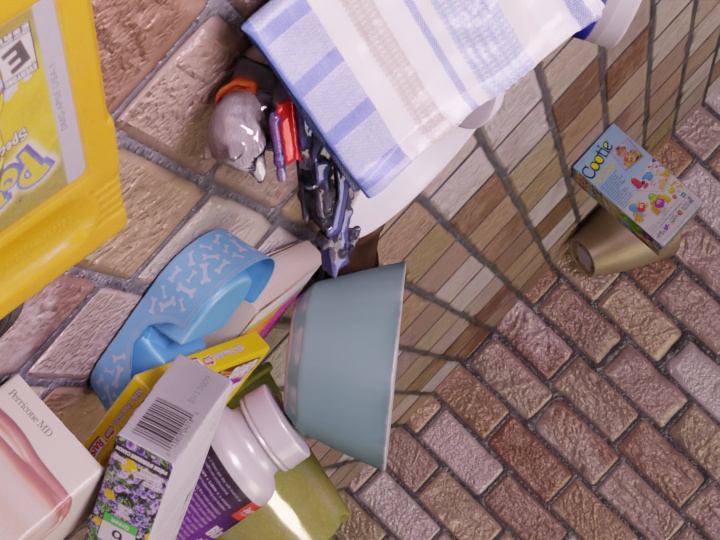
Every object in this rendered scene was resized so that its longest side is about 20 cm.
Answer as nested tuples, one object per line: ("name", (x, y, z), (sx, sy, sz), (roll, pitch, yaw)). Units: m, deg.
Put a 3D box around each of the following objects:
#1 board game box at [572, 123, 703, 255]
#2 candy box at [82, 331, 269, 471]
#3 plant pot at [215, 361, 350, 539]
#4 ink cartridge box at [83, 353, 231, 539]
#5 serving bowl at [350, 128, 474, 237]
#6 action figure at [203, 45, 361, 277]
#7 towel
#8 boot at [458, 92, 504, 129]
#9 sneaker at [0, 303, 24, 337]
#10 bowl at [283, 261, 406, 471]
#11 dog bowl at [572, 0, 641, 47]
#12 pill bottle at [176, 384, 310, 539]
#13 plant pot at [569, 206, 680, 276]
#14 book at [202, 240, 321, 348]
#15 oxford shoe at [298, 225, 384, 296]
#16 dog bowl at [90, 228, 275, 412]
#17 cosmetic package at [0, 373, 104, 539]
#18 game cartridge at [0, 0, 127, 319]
("board game box", (0.464, -0.135, 2.329), (0.105, 0.200, 0.103), (-46, 169, 0))
("candy box", (-0.153, 0.109, 1.139), (0.102, 0.026, 0.200), (-49, 168, 21))
("plant pot", (-0.115, 0.232, 1.474), (0.200, 0.185, 0.200), (-41, 175, -4))
("ink cartridge box", (-0.162, 0.173, 1.034), (0.201, 0.050, 0.109), (-67, 175, 33))
("serving bowl", (0.034, -0.121, 1.177), (0.200, 0.066, 0.200), (-44, 168, -12))
("action figure", (-0.028, -0.105, 0.935), (0.193, 0.104, 0.201), (-31, 137, -38))
("towel", (0.043, -0.153, 0.841), (0.199, 0.147, 0.024), (-38, -149, -3))
("boot", (0.082, -0.200, 0.910), (0.096, 0.073, 0.201), (-41, 137, -38))
("sneaker", (-0.251, 0.052, 0.756), (0.104, 0.060, 0.200), (-42, 172, -43))
("bowl", (-0.016, 0.087, 1.335), (0.201, 0.104, 0.203), (6, 90, -87))
("dog bowl", (0.169, -0.261, 0.953), (0.200, 0.078, 0.202), (17, 90, -89))
("pill bottle", (-0.152, 0.199, 1.330), (0.199, 0.112, 0.111), (-34, 169, 2))
("plant pot", (0.562, -0.073, 3.017), (0.199, 0.188, 0.188), (-28, 163, -17))
("book", (-0.122, 0.066, 1.305), (0.200, 0.048, 0.133), (-52, 168, 33))
("oxford shoe", (0.000, 0.000, 1.424), (0.073, 0.084, 0.200), (-38, 164, -29))
("dog bowl", (-0.150, 0.048, 1.131), (0.200, 0.050, 0.111), (-52, 167, 24))
("cosmetic package", (-0.285, 0.181, 0.968), (0.200, 0.103, 0.087), (-42, 169, -26))
("game cartridge", (-0.186, -0.043, 0.625), (0.176, 0.032, 0.201), (-40, 151, -28))
